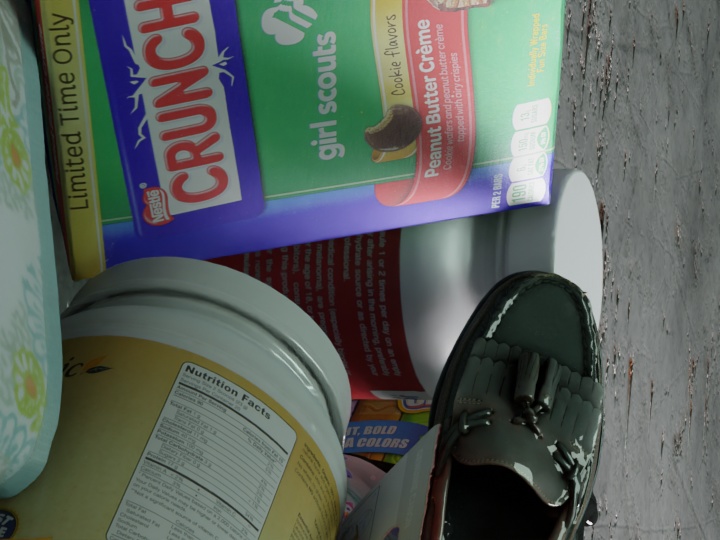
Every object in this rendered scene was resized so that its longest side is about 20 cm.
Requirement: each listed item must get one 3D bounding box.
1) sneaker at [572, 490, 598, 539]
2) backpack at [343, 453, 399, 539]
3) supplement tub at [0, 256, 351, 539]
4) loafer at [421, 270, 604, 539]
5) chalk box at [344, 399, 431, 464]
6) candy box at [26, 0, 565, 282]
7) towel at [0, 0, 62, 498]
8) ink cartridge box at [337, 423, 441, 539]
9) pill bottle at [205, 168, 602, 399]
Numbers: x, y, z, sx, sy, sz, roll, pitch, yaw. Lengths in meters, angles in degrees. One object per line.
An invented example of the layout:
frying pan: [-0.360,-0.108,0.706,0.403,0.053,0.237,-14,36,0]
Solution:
sneaker: [0.054,0.150,0.923,0.091,0.066,0.201,45,53,-29]
backpack: [-0.015,0.183,0.988,0.127,0.166,0.201,-36,117,-60]
supplement tub: [-0.086,0.105,0.798,0.200,0.144,0.145,-69,151,-46]
loafer: [0.055,0.094,0.838,0.063,0.071,0.201,131,-23,-78]
chalk box: [0.033,0.126,1.163,0.200,0.123,0.125,-63,145,-54]
candy box: [-0.026,-0.095,0.838,0.077,0.199,0.170,-108,-167,-47]
towel: [-0.154,-0.043,0.696,0.171,0.048,0.201,46,31,-60]
ink cartridge box: [-0.023,0.173,0.823,0.050,0.200,0.161,37,29,-14]
pill bottle: [0.000,0.000,0.957,0.112,0.199,0.113,0,90,-69]
